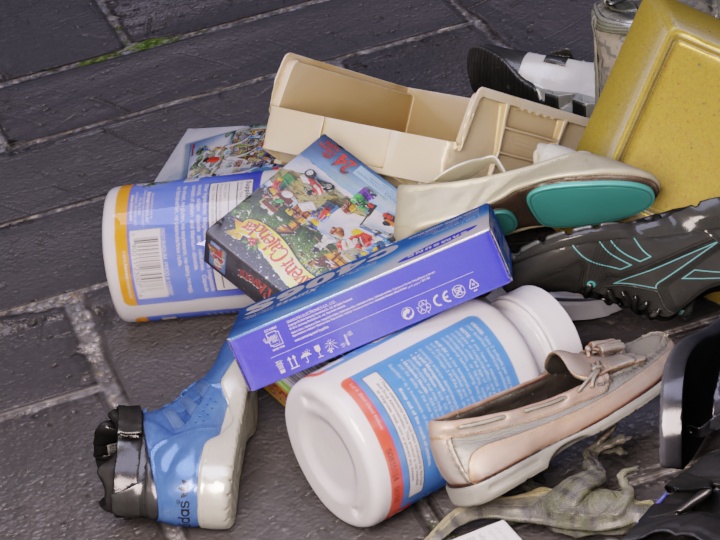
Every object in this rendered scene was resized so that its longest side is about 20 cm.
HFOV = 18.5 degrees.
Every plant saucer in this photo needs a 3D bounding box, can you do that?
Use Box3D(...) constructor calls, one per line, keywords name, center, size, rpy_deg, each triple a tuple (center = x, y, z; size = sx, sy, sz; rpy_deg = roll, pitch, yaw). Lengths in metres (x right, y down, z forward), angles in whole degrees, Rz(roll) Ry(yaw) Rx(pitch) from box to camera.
Box3D(name="plant saucer", center=(0.266, -0.088, 1.651), size=(0.199, 0.201, 0.048), rpy_deg=(24, -5, 8))

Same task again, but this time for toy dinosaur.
Box3D(name="toy dinosaur", center=(0.138, 0.149, 1.466), size=(0.198, 0.048, 0.088), rpy_deg=(-4, 35, 18))

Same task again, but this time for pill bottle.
Box3D(name="pill bottle", center=(0.056, 0.087, 1.532), size=(0.199, 0.113, 0.112), rpy_deg=(-26, 32, -27))
Box3D(name="pill bottle", center=(-0.101, -0.022, 1.781), size=(0.198, 0.113, 0.112), rpy_deg=(-6, 28, 5))

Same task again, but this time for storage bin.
Box3D(name="storage bin", center=(0.054, -0.108, 1.819), size=(0.199, 0.095, 0.198), rpy_deg=(14, 2, 36))

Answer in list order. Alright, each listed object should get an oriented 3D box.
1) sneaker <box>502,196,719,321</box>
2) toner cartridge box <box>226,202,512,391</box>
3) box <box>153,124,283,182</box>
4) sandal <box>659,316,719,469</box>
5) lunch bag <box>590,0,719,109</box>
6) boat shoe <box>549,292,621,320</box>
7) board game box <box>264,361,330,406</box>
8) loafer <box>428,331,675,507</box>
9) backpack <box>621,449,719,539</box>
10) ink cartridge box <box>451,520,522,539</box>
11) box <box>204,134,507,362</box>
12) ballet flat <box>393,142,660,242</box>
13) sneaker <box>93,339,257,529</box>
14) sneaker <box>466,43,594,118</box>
Box3D(name="sneaker", center=(0.198, 0.000, 1.588), size=(0.198, 0.080, 0.075), rpy_deg=(-11, -2, 7))
Box3D(name="toner cartridge box", center=(0.008, 0.018, 1.548), size=(0.199, 0.043, 0.095), rpy_deg=(-23, 11, 7))
Box3D(name="box", center=(-0.114, -0.069, 1.950), size=(0.135, 0.038, 0.200), rpy_deg=(-1, 29, 16))
Box3D(name="sandal", center=(0.247, 0.073, 1.509), size=(0.043, 0.077, 0.200), rpy_deg=(5, 23, 26))
Box3D(name="lunch bag", center=(0.269, -0.132, 1.779), size=(0.166, 0.202, 0.140), rpy_deg=(-3, 26, 5))
Box3D(name="boat shoe", center=(0.212, -0.023, 1.710), size=(0.200, 0.087, 0.075), rpy_deg=(-12, 28, -5))
Box3D(name="board game box", center=(0.015, 0.050, 1.703), size=(0.199, 0.030, 0.095), rpy_deg=(-25, 33, -21))
Box3D(name="loafer", center=(0.132, 0.085, 1.477), size=(0.199, 0.063, 0.072), rpy_deg=(-31, 11, -24))
Box3D(name="backpack", center=(0.245, 0.189, 1.244), size=(0.190, 0.155, 0.199), rpy_deg=(24, 36, 34))
Box3D(name="ink cartridge box", center=(0.027, 0.235, 1.315), size=(0.199, 0.068, 0.115), rpy_deg=(-20, 29, -17))
Box3D(name="box", center=(0.000, 0.000, 1.665), size=(0.200, 0.038, 0.136), rpy_deg=(37, 57, 19))
Box3D(name="ballet flat", center=(0.118, -0.060, 1.617), size=(0.198, 0.070, 0.070), rpy_deg=(-13, 27, 9))
Box3D(name="sneaker", center=(-0.134, 0.109, 1.588), size=(0.110, 0.077, 0.201), rpy_deg=(3, 36, 4))
Box3D(name="sneaker", center=(0.182, -0.159, 1.990), size=(0.088, 0.075, 0.199), rpy_deg=(-29, 43, -32))
